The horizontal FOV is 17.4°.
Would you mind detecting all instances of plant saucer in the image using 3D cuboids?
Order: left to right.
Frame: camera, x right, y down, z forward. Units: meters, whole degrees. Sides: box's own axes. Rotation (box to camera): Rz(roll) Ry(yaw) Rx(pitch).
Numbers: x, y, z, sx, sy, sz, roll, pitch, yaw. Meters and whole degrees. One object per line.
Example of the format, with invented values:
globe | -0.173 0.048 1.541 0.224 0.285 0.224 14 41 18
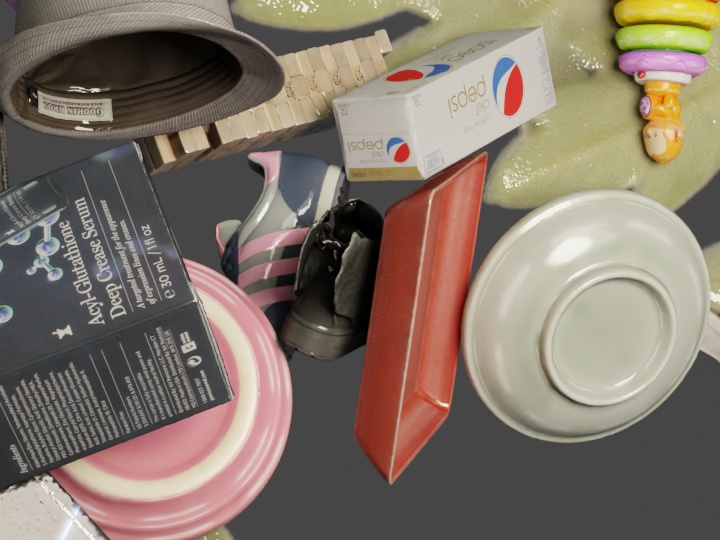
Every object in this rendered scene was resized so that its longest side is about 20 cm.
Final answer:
plant saucer | -0.144 0.082 1.567 0.200 0.051 0.201 1 76 -6
plant saucer | 0.040 0.025 1.620 0.037 0.200 0.201 10 103 12
plant saucer | 0.173 0.041 1.717 0.200 0.050 0.201 -7 112 -18

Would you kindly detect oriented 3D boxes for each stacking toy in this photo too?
stacking toy | 0.240 -0.184 1.856 0.110 0.116 0.201 5 87 -31

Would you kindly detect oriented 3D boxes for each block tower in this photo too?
block tower | -0.066 -0.121 1.696 0.200 0.054 0.058 -18 86 -29

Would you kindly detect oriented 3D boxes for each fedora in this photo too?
fedora | -0.152 -0.159 1.560 0.177 0.200 0.091 31 49 -57

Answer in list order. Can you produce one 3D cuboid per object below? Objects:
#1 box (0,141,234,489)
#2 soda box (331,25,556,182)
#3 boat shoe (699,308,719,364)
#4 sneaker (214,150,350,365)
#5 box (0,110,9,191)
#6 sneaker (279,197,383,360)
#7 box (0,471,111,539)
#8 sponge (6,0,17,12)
box | -0.201 0.034 1.474 0.200 0.107 0.149 -22 50 -5
soda box | 0.064 -0.122 1.707 0.200 0.068 0.064 -30 114 -52
boat shoe | 0.204 0.027 1.791 0.200 0.071 0.069 32 90 -24
sneaker | -0.073 0.008 1.662 0.082 0.070 0.200 18 70 8
box | -0.332 -0.056 1.548 0.200 0.044 0.161 1 76 -27
sneaker | -0.003 -0.001 1.616 0.060 0.104 0.200 23 18 14
box | -0.217 0.241 1.500 0.200 0.086 0.164 49 61 -7
sponge | -0.210 -0.279 1.572 0.112 0.200 0.030 49 34 19
